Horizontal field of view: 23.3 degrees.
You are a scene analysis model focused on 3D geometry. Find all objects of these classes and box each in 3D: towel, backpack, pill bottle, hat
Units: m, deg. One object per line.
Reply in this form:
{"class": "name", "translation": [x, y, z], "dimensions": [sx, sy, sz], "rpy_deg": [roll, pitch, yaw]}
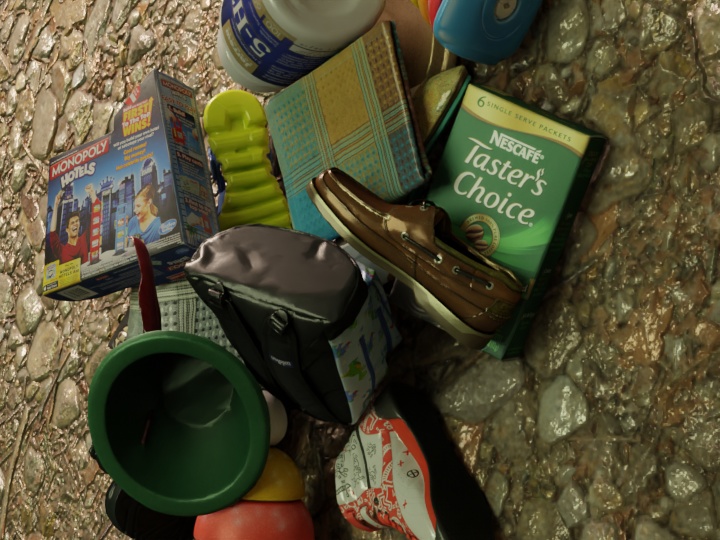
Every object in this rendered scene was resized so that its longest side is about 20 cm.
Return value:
{"class": "towel", "translation": [-0.012, -0.112, 1.504], "dimensions": [0.200, 0.022, 0.148], "rpy_deg": [-27, 73, 53]}
{"class": "backpack", "translation": [-0.043, 0.050, 1.499], "dimensions": [0.162, 0.154, 0.201], "rpy_deg": [16, 139, 28]}
{"class": "pill bottle", "translation": [-0.061, -0.231, 1.566], "dimensions": [0.200, 0.119, 0.121], "rpy_deg": [148, 125, -67]}
{"class": "hat", "translation": [-0.147, 0.093, 1.577], "dimensions": [0.176, 0.164, 0.202], "rpy_deg": [-67, -23, -68]}
{"class": "towel", "translation": [-0.158, 0.061, 1.676], "dimensions": [0.199, 0.034, 0.195], "rpy_deg": [-7, 80, 41]}

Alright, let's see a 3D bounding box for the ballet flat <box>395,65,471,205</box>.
{"class": "ballet flat", "translation": [0.038, -0.110, 1.507], "dimensions": [0.201, 0.070, 0.071], "rpy_deg": [111, 146, -52]}

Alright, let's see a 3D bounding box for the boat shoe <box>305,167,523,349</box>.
{"class": "boat shoe", "translation": [0.047, -0.027, 1.417], "dimensions": [0.200, 0.072, 0.068], "rpy_deg": [40, 111, 8]}

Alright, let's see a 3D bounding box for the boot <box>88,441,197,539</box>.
{"class": "boot", "translation": [-0.203, 0.200, 1.684], "dimensions": [0.162, 0.197, 0.074], "rpy_deg": [25, 101, 42]}

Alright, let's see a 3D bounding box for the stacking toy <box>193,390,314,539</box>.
{"class": "stacking toy", "translation": [-0.091, 0.209, 1.574], "dimensions": [0.146, 0.145, 0.202], "rpy_deg": [4, 87, 50]}

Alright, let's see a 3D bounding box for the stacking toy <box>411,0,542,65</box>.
{"class": "stacking toy", "translation": [0.061, -0.271, 1.509], "dimensions": [0.200, 0.116, 0.110], "rpy_deg": [40, 110, 36]}

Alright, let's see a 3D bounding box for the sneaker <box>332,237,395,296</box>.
{"class": "sneaker", "translation": [0.000, 0.000, 1.583], "dimensions": [0.073, 0.085, 0.200], "rpy_deg": [-54, 13, -17]}

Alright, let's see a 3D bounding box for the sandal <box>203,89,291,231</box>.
{"class": "sandal", "translation": [-0.113, -0.074, 1.740], "dimensions": [0.087, 0.079, 0.202], "rpy_deg": [122, 143, -79]}

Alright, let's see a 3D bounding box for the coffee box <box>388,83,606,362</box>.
{"class": "coffee box", "translation": [0.110, -0.041, 1.444], "dimensions": [0.122, 0.044, 0.201], "rpy_deg": [28, 104, 25]}

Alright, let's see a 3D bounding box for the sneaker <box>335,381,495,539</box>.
{"class": "sneaker", "translation": [0.042, 0.203, 1.487], "dimensions": [0.108, 0.067, 0.202], "rpy_deg": [-54, 42, 29]}

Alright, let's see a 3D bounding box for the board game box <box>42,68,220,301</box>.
{"class": "board game box", "translation": [-0.222, -0.084, 1.716], "dimensions": [0.199, 0.061, 0.202], "rpy_deg": [-17, 62, 36]}

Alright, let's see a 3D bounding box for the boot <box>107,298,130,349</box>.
{"class": "boot", "translation": [-0.220, 0.015, 1.821], "dimensions": [0.199, 0.073, 0.152], "rpy_deg": [25, 89, 43]}

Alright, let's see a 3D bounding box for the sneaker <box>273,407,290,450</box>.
{"class": "sneaker", "translation": [-0.137, 0.122, 1.722], "dimensions": [0.199, 0.073, 0.113], "rpy_deg": [23, 96, 42]}

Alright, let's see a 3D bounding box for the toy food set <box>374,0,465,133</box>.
{"class": "toy food set", "translation": [0.028, -0.189, 1.605], "dimensions": [0.197, 0.048, 0.202], "rpy_deg": [10, 89, 50]}
